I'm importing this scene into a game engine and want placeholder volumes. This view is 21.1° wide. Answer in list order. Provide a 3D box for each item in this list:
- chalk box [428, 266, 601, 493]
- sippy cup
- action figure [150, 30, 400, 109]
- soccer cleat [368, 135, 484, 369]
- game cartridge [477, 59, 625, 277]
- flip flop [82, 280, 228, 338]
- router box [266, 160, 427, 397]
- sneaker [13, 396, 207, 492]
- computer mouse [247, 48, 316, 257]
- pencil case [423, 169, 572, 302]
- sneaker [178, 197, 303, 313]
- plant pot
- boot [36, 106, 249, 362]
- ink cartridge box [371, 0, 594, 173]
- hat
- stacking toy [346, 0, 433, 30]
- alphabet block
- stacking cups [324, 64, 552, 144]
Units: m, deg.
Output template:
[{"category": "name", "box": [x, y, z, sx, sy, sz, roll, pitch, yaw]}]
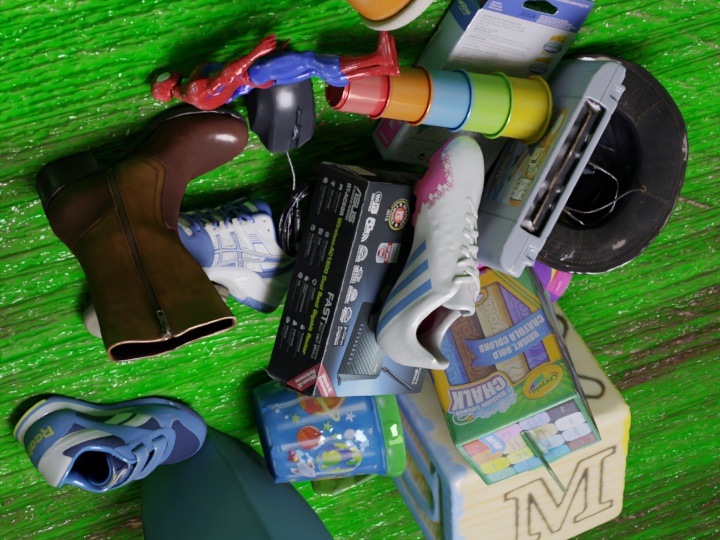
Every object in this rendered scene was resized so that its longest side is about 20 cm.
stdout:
[{"category": "chalk box", "box": [0.140, 0.113, 1.788, 0.123, 0.201, 0.125, -22, 150, 8]}, {"category": "sippy cup", "box": [-0.034, 0.146, 1.885, 0.129, 0.140, 0.180, -13, 101, -7]}, {"category": "action figure", "box": [-0.071, -0.161, 1.538, 0.198, 0.052, 0.065, -12, 177, 7]}, {"category": "soccer cleat", "box": [0.077, -0.011, 1.647, 0.070, 0.086, 0.202, 11, 100, -50]}, {"category": "game cartridge", "box": [0.157, -0.093, 1.692, 0.041, 0.133, 0.201, 28, 89, -19]}, {"category": "flip flop", "box": [-0.178, 0.039, 1.638, 0.081, 0.058, 0.199, 24, 153, -29]}, {"category": "router box", "box": [0.011, 0.010, 1.702, 0.149, 0.062, 0.202, 1, 108, -49]}, {"category": "sneaker", "box": [-0.224, 0.169, 1.803, 0.199, 0.082, 0.074, 2, 130, -39]}, {"category": "computer mouse", "box": [-0.056, -0.094, 1.631, 0.058, 0.034, 0.201, -29, 130, -26]}, {"category": "pencil case", "box": [0.120, -0.027, 1.836, 0.088, 0.089, 0.199, -46, 139, 18]}, {"category": "sneaker", "box": [-0.124, -0.033, 1.674, 0.199, 0.075, 0.089, 24, 102, -53]}, {"category": "plant pot", "box": [-0.122, 0.259, 1.877, 0.141, 0.201, 0.141, -42, 142, 13]}, {"category": "boot", "box": [-0.144, -0.033, 1.537, 0.187, 0.201, 0.069, -16, 140, -20]}, {"category": "ink cartridge box", "box": [0.107, -0.174, 1.694, 0.119, 0.042, 0.201, 7, 130, -38]}, {"category": "hat", "box": [0.209, -0.101, 1.801, 0.200, 0.201, 0.081, -37, -177, 6]}, {"category": "stacking toy", "box": [-0.026, -0.280, 1.439, 0.199, 0.147, 0.146, 24, 118, -28]}, {"category": "alphabet block", "box": [0.141, 0.167, 1.973, 0.198, 0.196, 0.197, -20, 143, -14]}, {"category": "stacking cups", "box": [0.064, -0.149, 1.630, 0.198, 0.061, 0.061, 7, 129, -28]}]
